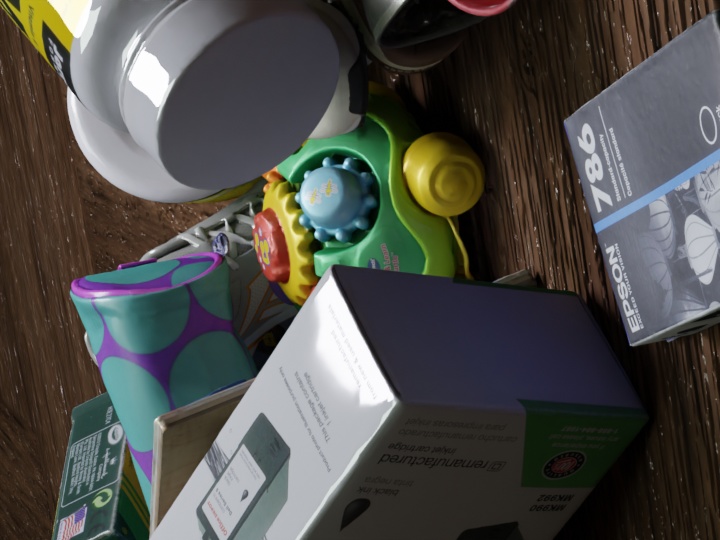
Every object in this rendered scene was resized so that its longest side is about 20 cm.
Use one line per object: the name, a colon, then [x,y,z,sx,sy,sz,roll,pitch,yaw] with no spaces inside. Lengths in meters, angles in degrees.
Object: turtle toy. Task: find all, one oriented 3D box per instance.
turtle toy: [0.000,0.000,1.317,0.146,0.101,0.201,-139,39,-63]

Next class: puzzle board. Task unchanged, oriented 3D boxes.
puzzle board: [-0.012,0.079,1.246,0.017,0.200,0.151,56,155,30]

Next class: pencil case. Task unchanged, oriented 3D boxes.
pencil case: [-0.079,0.087,1.336,0.092,0.085,0.201,-108,1,-79]

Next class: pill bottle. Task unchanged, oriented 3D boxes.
pill bottle: [-0.101,-0.133,1.173,0.200,0.114,0.114,49,150,35]
pill bottle: [-0.092,-0.094,1.457,0.200,0.112,0.113,-10,-93,-84]

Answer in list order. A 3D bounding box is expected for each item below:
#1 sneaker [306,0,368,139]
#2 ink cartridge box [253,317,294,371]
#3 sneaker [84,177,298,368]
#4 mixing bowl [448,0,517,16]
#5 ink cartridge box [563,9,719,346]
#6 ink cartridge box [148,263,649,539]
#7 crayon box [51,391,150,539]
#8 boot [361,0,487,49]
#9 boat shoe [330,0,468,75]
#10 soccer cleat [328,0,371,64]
sneaker: [-0.080,-0.102,1.259,0.200,0.093,0.071,28,128,47]
ink cartridge box: [-0.054,0.098,1.508,0.136,0.076,0.200,16,-128,-61]
sneaker: [-0.066,-0.004,1.399,0.076,0.200,0.092,48,-167,29]
mixing bowl: [0.073,-0.198,0.911,0.200,0.108,0.201,166,90,-74]
ink cartridge box: [0.126,-0.030,0.993,0.200,0.039,0.100,139,116,-72]
ink cartridge box: [0.011,0.100,1.159,0.200,0.146,0.084,-57,45,32]
crayon box: [-0.094,0.174,1.500,0.200,0.051,0.127,49,-154,-32]
boot: [-0.010,-0.188,1.152,0.182,0.073,0.200,-27,75,30]
boat shoe: [-0.008,-0.189,1.253,0.075,0.075,0.203,138,117,-78]
soccer cleat: [-0.056,-0.162,1.348,0.200,0.078,0.069,47,180,41]
